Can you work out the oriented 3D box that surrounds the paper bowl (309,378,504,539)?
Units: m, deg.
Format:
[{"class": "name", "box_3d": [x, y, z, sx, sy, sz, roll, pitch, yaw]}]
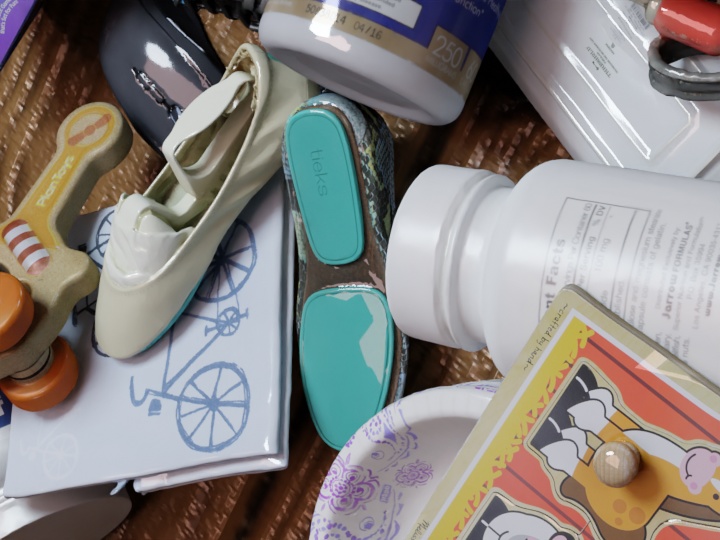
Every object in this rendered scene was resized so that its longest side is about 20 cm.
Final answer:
[{"class": "paper bowl", "box_3d": [0.078, 0.157, 0.828, 0.199, 0.104, 0.204, 1, 91, 37]}]

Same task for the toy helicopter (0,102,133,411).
[{"class": "toy helicopter", "box_3d": [-0.205, -0.021, 0.967, 0.131, 0.079, 0.201, 13, 61, 28]}]

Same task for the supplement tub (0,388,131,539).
[{"class": "supplement tub", "box_3d": [-0.243, 0.089, 1.045, 0.144, 0.144, 0.201, -40, 68, 31]}]

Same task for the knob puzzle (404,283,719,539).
[{"class": "knob puzzle", "box_3d": [0.121, 0.137, 0.709, 0.217, 0.030, 0.223, 5, 100, 27]}]

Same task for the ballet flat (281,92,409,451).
[{"class": "ballet flat", "box_3d": [0.000, 0.000, 0.905, 0.074, 0.074, 0.203, 7, 105, 37]}]

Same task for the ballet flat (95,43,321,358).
[{"class": "ballet flat", "box_3d": [-0.101, -0.043, 0.912, 0.069, 0.069, 0.201, 36, 91, 30]}]

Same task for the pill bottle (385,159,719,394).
[{"class": "pill bottle", "box_3d": [0.118, 0.007, 0.773, 0.198, 0.114, 0.116, 11, 98, 29]}]

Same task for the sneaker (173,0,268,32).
[{"class": "sneaker", "box_3d": [-0.071, -0.169, 0.927, 0.082, 0.073, 0.200, -42, 72, -14]}]

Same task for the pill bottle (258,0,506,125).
[{"class": "pill bottle", "box_3d": [0.034, -0.187, 0.827, 0.115, 0.115, 0.202, 21, 88, 35]}]

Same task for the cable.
[{"class": "cable", "box_3d": [0.209, -0.104, 0.742, 0.199, 0.050, 0.097, 33, 74, 37]}]

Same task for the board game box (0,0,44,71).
[{"class": "board game box", "box_3d": [-0.198, -0.216, 0.998, 0.044, 0.135, 0.200, 30, 126, -13]}]

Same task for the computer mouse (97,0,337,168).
[{"class": "computer mouse", "box_3d": [-0.097, -0.122, 0.989, 0.140, 0.046, 0.201, -42, 67, 30]}]

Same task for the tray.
[{"class": "tray", "box_3d": [0.131, -0.109, 0.833, 0.107, 0.022, 0.201, -46, 65, 28]}]

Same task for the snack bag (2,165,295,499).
[{"class": "snack bag", "box_3d": [-0.126, 0.041, 0.946, 0.198, 0.021, 0.191, -13, 62, 24]}]
